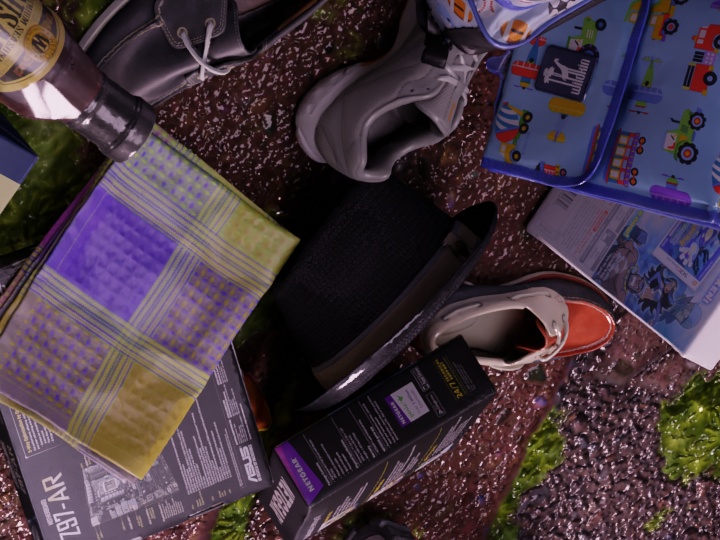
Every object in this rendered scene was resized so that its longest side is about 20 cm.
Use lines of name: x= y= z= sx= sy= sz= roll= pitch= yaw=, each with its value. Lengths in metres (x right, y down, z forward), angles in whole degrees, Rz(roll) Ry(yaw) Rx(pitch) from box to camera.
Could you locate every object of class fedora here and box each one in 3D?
fedora: x=0.000 y=0.000 z=1.345 sx=0.201 sy=0.201 sz=0.092 roll=-45 pitch=96 yaw=-1

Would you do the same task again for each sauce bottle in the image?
sauce bottle: x=-0.205 y=-0.134 z=1.174 sx=0.199 sy=0.066 sz=0.066 roll=33 pitch=97 yaw=-30

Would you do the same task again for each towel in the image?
towel: x=-0.142 y=0.022 z=1.269 sx=0.143 sy=0.023 sz=0.201 roll=38 pitch=80 yaw=-21

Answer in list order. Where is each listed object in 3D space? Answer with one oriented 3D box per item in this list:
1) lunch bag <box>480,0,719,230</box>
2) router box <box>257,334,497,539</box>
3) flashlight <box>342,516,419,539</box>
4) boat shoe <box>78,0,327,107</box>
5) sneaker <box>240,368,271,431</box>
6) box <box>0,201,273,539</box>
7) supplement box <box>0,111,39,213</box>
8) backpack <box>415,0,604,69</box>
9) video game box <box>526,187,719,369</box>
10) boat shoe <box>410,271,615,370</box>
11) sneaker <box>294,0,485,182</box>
lunch bag: x=0.178 y=-0.121 z=1.350 sx=0.094 sy=0.199 sz=0.152 roll=12 pitch=94 yaw=-63
router box: x=0.007 y=0.122 z=1.395 sx=0.149 sy=0.051 sz=0.200 roll=-30 pitch=170 yaw=-13
flashlight: x=0.068 y=0.248 z=1.575 sx=0.199 sy=0.068 sz=0.068 roll=25 pitch=102 yaw=-43
boat shoe: x=-0.097 y=-0.151 z=1.245 sx=0.199 sy=0.068 sz=0.072 roll=-34 pitch=130 yaw=-4
sneaker: x=-0.140 y=0.151 z=1.387 sx=0.200 sy=0.073 sz=0.077 roll=-40 pitch=130 yaw=-3
box: x=-0.159 y=0.073 z=1.303 sx=0.159 sy=0.043 sz=0.202 roll=-21 pitch=103 yaw=-19
supplement box: x=-0.328 y=-0.050 z=1.120 sx=0.199 sy=0.134 sz=0.200 roll=31 pitch=98 yaw=-39
backpack: x=0.104 y=-0.249 z=1.244 sx=0.199 sy=0.154 sz=0.192 roll=-28 pitch=94 yaw=-17
video game box: x=0.235 y=-0.062 z=1.416 sx=0.047 sy=0.182 sz=0.201 roll=25 pitch=103 yaw=-44
boat shoe: x=0.114 y=0.041 z=1.481 sx=0.199 sy=0.063 sz=0.072 roll=5 pitch=111 yaw=-34
sneaker: x=0.054 y=-0.130 z=1.329 sx=0.200 sy=0.092 sz=0.076 roll=-45 pitch=129 yaw=-1
